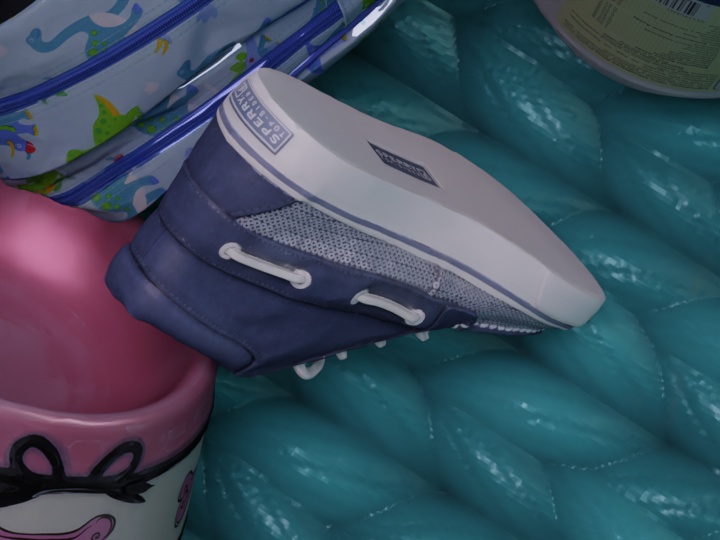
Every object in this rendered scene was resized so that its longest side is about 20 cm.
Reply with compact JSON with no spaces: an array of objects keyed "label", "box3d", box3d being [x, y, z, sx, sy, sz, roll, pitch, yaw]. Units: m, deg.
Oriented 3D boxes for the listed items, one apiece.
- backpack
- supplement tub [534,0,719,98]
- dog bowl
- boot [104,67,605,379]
[{"label":"backpack","box3d":[-0.068,-0.115,0.878,0.199,0.154,0.163,-30,38,-16]},{"label":"supplement tub","box3d":[0.127,-0.142,0.879,0.144,0.200,0.146,0,81,-2]},{"label":"dog bowl","box3d":[-0.137,0.024,0.876,0.200,0.200,0.074,36,118,10]},{"label":"boot","box3d":[0.000,0.000,0.896,0.090,0.200,0.073,-49,47,15]}]
